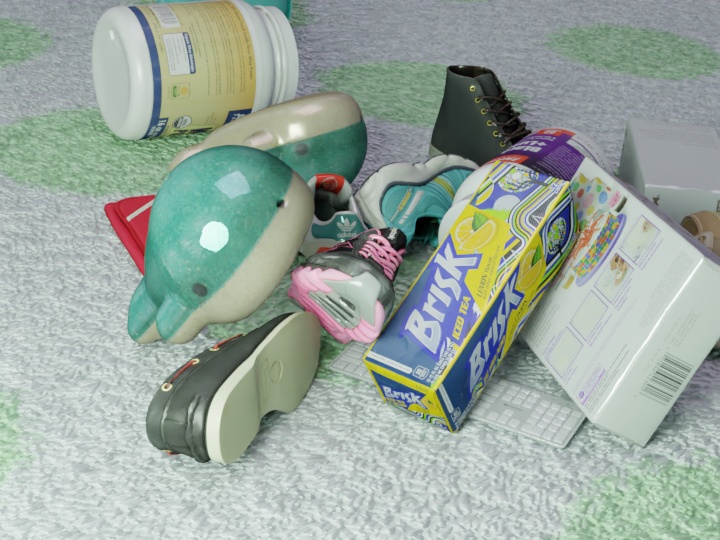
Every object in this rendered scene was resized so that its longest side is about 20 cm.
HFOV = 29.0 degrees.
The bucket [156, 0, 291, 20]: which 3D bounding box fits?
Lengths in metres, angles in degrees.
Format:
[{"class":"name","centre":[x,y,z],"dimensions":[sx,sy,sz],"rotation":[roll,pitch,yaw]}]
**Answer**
[{"class":"bucket","centre":[-0.188,-0.391,1.905],"dimensions":[0.205,0.136,0.208],"rotation":[3,25,-1]}]

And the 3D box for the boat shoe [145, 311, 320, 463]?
[{"class":"boat shoe","centre":[-0.083,0.075,0.992],"dimensions":[0.062,0.075,0.201],"rotation":[6,19,21]}]

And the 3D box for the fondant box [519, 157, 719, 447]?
[{"class":"fondant box","centre":[0.194,0.019,1.073],"dimensions":[0.058,0.145,0.200],"rotation":[25,16,-28]}]

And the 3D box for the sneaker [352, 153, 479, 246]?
[{"class":"sneaker","centre":[0.063,-0.057,1.329],"dimensions":[0.199,0.077,0.080],"rotation":[-17,68,-54]}]

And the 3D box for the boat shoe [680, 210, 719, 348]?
[{"class":"boat shoe","centre":[0.297,0.001,1.227],"dimensions":[0.064,0.072,0.200],"rotation":[5,26,0]}]

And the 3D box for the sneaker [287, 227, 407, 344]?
[{"class":"sneaker","centre":[0.000,0.000,1.055],"dimensions":[0.079,0.095,0.200],"rotation":[45,-8,-5]}]

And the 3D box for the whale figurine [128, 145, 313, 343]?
[{"class":"whale figurine","centre":[-0.123,-0.018,1.033],"dimensions":[0.104,0.199,0.160],"rotation":[39,50,-18]}]

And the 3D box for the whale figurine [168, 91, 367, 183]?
[{"class":"whale figurine","centre":[-0.088,-0.110,1.391],"dimensions":[0.198,0.105,0.159],"rotation":[-16,9,11]}]

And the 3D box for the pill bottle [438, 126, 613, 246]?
[{"class":"pill bottle","centre":[0.149,-0.054,1.268],"dimensions":[0.110,0.113,0.200],"rotation":[16,27,24]}]

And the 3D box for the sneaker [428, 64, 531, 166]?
[{"class":"sneaker","centre":[0.150,-0.146,1.472],"dimensions":[0.074,0.107,0.199],"rotation":[-18,33,-41]}]

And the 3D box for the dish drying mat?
[{"class":"dish drying mat","centre":[-0.172,-0.023,1.256],"dimensions":[0.076,0.018,0.200],"rotation":[-6,27,-23]}]

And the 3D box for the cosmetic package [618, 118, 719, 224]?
[{"class":"cosmetic package","centre":[0.323,-0.087,1.423],"dimensions":[0.100,0.075,0.200],"rotation":[6,27,4]}]

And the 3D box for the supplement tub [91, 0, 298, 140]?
[{"class":"supplement tub","centre":[-0.181,-0.224,1.534],"dimensions":[0.198,0.146,0.144],"rotation":[-10,28,-28]}]

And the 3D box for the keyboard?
[{"class":"keyboard","centre":[0.073,0.091,1.065],"dimensions":[0.198,0.011,0.056],"rotation":[17,27,24]}]

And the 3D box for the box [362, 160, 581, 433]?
[{"class":"box","centre":[0.087,0.017,1.046],"dimensions":[0.070,0.065,0.201],"rotation":[20,64,32]}]

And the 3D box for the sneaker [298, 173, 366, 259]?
[{"class":"sneaker","centre":[-0.030,-0.052,1.252],"dimensions":[0.070,0.094,0.200],"rotation":[-1,26,-13]}]
